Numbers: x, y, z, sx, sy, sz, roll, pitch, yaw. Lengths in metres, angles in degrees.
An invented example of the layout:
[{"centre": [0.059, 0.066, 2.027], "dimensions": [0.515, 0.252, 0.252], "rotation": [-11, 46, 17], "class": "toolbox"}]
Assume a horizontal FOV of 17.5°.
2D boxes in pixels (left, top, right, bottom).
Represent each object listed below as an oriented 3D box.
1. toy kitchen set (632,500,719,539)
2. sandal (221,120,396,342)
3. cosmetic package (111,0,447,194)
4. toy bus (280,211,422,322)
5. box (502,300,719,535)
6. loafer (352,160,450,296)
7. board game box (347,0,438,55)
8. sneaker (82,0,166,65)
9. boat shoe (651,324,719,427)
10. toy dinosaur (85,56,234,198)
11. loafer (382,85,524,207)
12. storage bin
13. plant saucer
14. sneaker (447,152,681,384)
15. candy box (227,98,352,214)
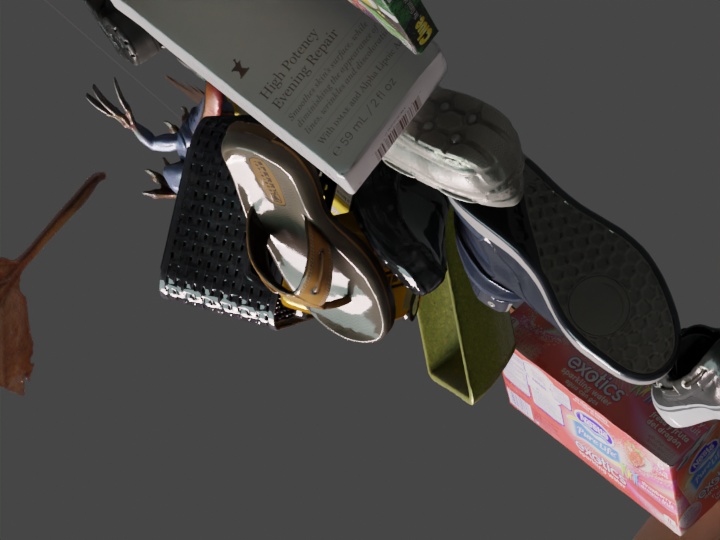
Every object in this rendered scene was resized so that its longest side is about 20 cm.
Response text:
[{"centre": [0.328, 0.229, 1.894], "dimensions": [0.180, 0.164, 0.200], "rotation": [41, 178, -41], "class": "toy kitchen set"}, {"centre": [-0.042, -0.015, 1.556], "dimensions": [0.081, 0.055, 0.201], "rotation": [7, 143, 31], "class": "sandal"}, {"centre": [-0.053, -0.148, 1.406], "dimensions": [0.199, 0.102, 0.074], "rotation": [37, 177, 9], "class": "cosmetic package"}, {"centre": [0.000, 0.000, 1.725], "dimensions": [0.065, 0.079, 0.200], "rotation": [14, -172, 14], "class": "toy bus"}, {"centre": [0.208, 0.098, 1.834], "dimensions": [0.200, 0.095, 0.103], "rotation": [37, 158, 36], "class": "box"}, {"centre": [0.033, -0.051, 1.621], "dimensions": [0.068, 0.070, 0.201], "rotation": [49, -168, -27], "class": "loafer"}, {"centre": [-0.046, -0.198, 1.292], "dimensions": [0.200, 0.024, 0.105], "rotation": [39, 176, 20], "class": "board game box"}, {"centre": [-0.146, -0.206, 1.769], "dimensions": [0.060, 0.104, 0.200], "rotation": [55, 176, -19], "class": "sneaker"}, {"centre": [0.228, 0.063, 1.542], "dimensions": [0.057, 0.069, 0.200], "rotation": [47, 171, -6], "class": "boat shoe"}, {"centre": [-0.109, -0.111, 1.802], "dimensions": [0.200, 0.105, 0.181], "rotation": [39, 159, -15], "class": "toy dinosaur"}, {"centre": [0.025, -0.095, 1.481], "dimensions": [0.200, 0.070, 0.070], "rotation": [36, 162, 39], "class": "loafer"}, {"centre": [-0.067, -0.039, 1.744], "dimensions": [0.093, 0.136, 0.200], "rotation": [15, -172, 12], "class": "storage bin"}, {"centre": [0.073, -0.009, 1.808], "dimensions": [0.200, 0.047, 0.202], "rotation": [-154, 53, -82], "class": "plant saucer"}, {"centre": [0.136, 0.009, 1.551], "dimensions": [0.203, 0.077, 0.146], "rotation": [49, 170, 18], "class": "sneaker"}, {"centre": [-0.044, -0.120, 1.952], "dimensions": [0.026, 0.103, 0.200], "rotation": [-9, 146, 34], "class": "candy box"}]
